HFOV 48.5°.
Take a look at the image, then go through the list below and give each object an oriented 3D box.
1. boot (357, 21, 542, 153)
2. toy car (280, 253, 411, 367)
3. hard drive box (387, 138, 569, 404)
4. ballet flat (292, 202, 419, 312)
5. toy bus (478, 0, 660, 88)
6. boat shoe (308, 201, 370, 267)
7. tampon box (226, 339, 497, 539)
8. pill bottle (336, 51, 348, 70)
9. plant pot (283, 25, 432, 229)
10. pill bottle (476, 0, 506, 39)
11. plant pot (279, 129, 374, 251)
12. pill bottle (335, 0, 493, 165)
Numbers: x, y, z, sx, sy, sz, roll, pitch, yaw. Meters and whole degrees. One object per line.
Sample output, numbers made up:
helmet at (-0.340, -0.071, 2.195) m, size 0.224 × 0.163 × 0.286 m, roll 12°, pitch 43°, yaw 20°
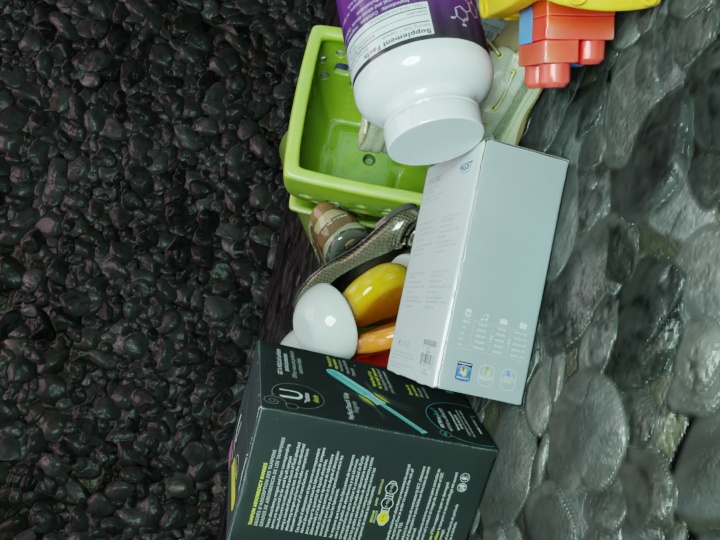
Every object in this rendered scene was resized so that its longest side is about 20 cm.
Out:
boot at (0.087, -0.187, 0.737) m, size 0.072 × 0.154 × 0.201 m, roll -99°, pitch 23°, yaw -60°
toy car at (0.018, 0.087, 0.848) m, size 0.150 × 0.175 × 0.200 m, roll 56°, pitch 146°, yaw 21°
hard drive box at (0.095, 0.003, 0.694) m, size 0.156 × 0.077 × 0.201 m, roll 176°, pitch 106°, yaw -78°
ballet flat at (0.000, 0.000, 0.905) m, size 0.200 × 0.067 × 0.046 m, roll -39°, pitch 69°, yaw 23°
toy bus at (0.156, -0.228, 0.560) m, size 0.200 × 0.135 × 0.193 m, roll -146°, pitch 55°, yaw -77°
boat shoe at (-0.023, -0.031, 0.995) m, size 0.074 × 0.076 × 0.200 m, roll 52°, pitch 170°, yaw 16°
tampon box at (-0.009, 0.163, 0.706) m, size 0.150 × 0.199 × 0.127 m, roll -116°, pitch 40°, yaw -73°
pill bottle at (-0.047, -0.405, 1.719) m, size 0.120 × 0.119 × 0.201 m, roll -168°, pitch 91°, yaw -79°
plant pot at (0.012, -0.157, 0.994) m, size 0.182 × 0.199 × 0.200 m, roll 117°, pitch 164°, yaw -74°
pill bottle at (0.114, -0.284, 0.822) m, size 0.114 × 0.114 × 0.201 m, roll -133°, pitch 57°, yaw -76°
plant pot at (-0.016, -0.096, 1.147) m, size 0.187 × 0.186 × 0.201 m, roll 123°, pitch 144°, yaw -59°
pill bottle at (0.042, -0.192, 0.644) m, size 0.112 × 0.112 × 0.201 m, roll 128°, pitch 134°, yaw -65°
